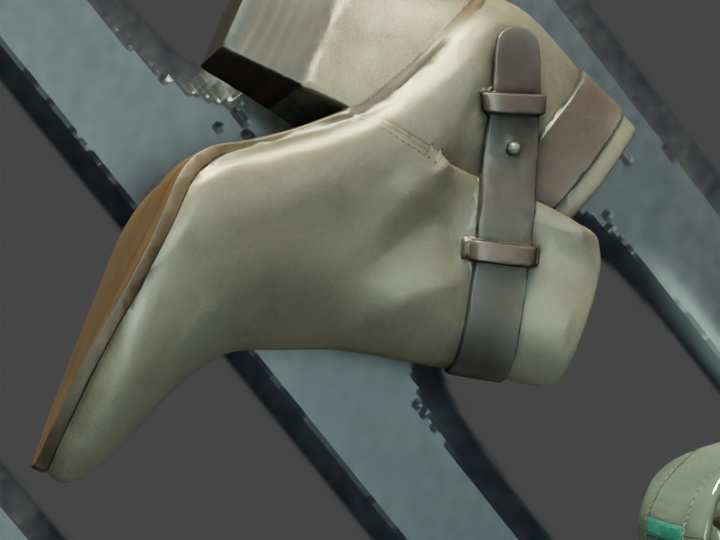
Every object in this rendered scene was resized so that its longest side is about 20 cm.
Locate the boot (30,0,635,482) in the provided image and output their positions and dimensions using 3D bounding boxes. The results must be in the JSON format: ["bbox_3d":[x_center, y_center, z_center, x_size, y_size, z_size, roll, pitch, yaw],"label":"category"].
[{"bbox_3d":[0.000,0.000,0.785,0.146,0.070,0.201,26,84,-14],"label":"boot"}]

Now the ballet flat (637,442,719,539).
[{"bbox_3d":[0.193,0.085,0.830,0.199,0.064,0.068,-3,91,-13],"label":"ballet flat"}]
